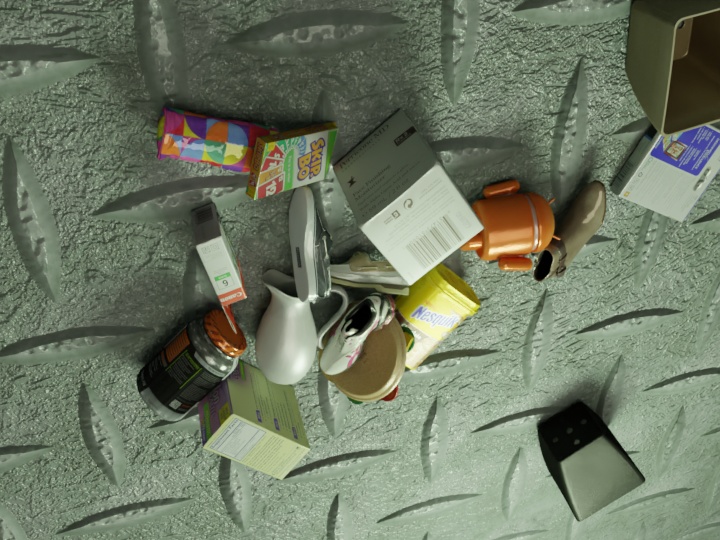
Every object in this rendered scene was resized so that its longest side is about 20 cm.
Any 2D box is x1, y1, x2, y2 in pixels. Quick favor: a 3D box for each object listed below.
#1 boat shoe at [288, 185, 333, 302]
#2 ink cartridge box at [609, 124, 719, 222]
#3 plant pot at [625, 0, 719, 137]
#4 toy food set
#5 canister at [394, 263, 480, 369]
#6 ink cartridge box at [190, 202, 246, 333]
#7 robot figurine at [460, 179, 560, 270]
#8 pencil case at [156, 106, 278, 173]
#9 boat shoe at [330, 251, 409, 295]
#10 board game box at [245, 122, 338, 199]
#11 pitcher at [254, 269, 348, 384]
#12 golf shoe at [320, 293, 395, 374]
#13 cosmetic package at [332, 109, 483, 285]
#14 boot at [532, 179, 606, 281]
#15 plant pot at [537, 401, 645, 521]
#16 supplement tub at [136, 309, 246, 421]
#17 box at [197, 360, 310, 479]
[{"bbox_3d":[-0.082,-0.048,1.294,0.066,0.071,0.206,-8,97,-33],"label":"boat shoe"},{"bbox_3d":[0.634,-0.213,1.471,0.196,0.044,0.201,16,117,-25],"label":"ink cartridge box"},{"bbox_3d":[0.562,-0.380,1.243,0.194,0.179,0.204,-16,128,-7],"label":"plant pot"},{"bbox_3d":[0.009,0.163,1.438,0.048,0.196,0.203,4,118,-61],"label":"toy food set"},{"bbox_3d":[0.127,0.093,1.481,0.147,0.087,0.200,31,111,-32],"label":"canister"},{"bbox_3d":[-0.236,-0.002,1.271,0.049,0.110,0.203,-19,128,-4],"label":"ink cartridge box"},{"bbox_3d":[0.283,-0.082,1.386,0.194,0.146,0.118,-9,137,-4],"label":"robot figurine"},{"bbox_3d":[-0.224,-0.201,1.156,0.195,0.089,0.090,9,121,-24],"label":"pencil case"},{"bbox_3d":[0.000,0.000,1.384,0.194,0.075,0.071,9,88,-10],"label":"boat shoe"},{"bbox_3d":[-0.103,-0.181,1.179,0.199,0.030,0.097,-29,143,-52],"label":"board game box"},{"bbox_3d":[-0.114,0.111,1.382,0.166,0.122,0.205,7,115,-5],"label":"pitcher"},{"bbox_3d":[-0.022,0.118,1.377,0.201,0.073,0.091,-52,154,19],"label":"golf shoe"},{"bbox_3d":[0.077,-0.126,1.237,0.164,0.202,0.165,-37,128,10],"label":"cosmetic package"},{"bbox_3d":[0.411,-0.068,1.445,0.145,0.070,0.204,-33,144,-34],"label":"boot"},{"bbox_3d":[0.556,0.459,1.829,0.198,0.201,0.179,-34,116,7],"label":"plant pot"},{"bbox_3d":[-0.312,0.174,1.359,0.199,0.124,0.122,-41,127,12],"label":"supplement tub"},{"bbox_3d":[-0.215,0.287,1.436,0.097,0.177,0.198,-45,126,15],"label":"box"}]
